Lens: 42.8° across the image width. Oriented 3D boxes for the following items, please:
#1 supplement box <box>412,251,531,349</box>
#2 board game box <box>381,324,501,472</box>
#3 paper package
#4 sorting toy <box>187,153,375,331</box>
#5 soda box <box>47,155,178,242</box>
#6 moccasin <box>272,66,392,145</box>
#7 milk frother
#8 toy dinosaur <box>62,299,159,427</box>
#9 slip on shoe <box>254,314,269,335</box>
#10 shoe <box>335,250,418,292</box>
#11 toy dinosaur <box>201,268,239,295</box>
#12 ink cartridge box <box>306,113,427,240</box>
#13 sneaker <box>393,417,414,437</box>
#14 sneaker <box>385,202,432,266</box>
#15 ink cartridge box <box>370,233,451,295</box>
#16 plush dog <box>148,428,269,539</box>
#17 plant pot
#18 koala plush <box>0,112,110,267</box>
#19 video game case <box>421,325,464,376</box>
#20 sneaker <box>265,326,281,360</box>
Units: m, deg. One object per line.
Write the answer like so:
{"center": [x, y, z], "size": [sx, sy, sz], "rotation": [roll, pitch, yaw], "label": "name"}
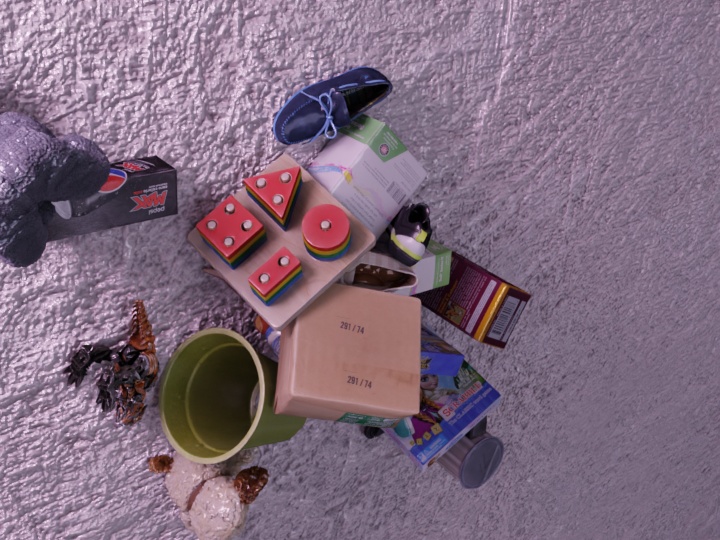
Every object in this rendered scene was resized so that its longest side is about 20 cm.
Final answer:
{"center": [0.188, 0.042, 1.637], "size": [0.085, 0.200, 0.111], "rotation": [20, 100, -46], "label": "supplement box"}
{"center": [0.118, 0.230, 1.685], "size": [0.200, 0.199, 0.041], "rotation": [-38, 154, -19], "label": "board game box"}
{"center": [-0.019, 0.125, 1.359], "size": [0.199, 0.103, 0.192], "rotation": [10, 67, -17], "label": "paper package"}
{"center": [-0.115, -0.055, 1.312], "size": [0.199, 0.200, 0.070], "rotation": [-42, 162, -15], "label": "sorting toy"}
{"center": [-0.340, -0.095, 1.198], "size": [0.199, 0.063, 0.071], "rotation": [-17, 124, -34], "label": "soda box"}
{"center": [-0.039, -0.249, 1.368], "size": [0.200, 0.068, 0.081], "rotation": [-38, 133, -19], "label": "moccasin"}
{"center": [0.137, 0.323, 1.762], "size": [0.199, 0.188, 0.181], "rotation": [-32, 130, -23], "label": "milk frother"}
{"center": [-0.343, 0.138, 1.329], "size": [0.135, 0.102, 0.202], "rotation": [-14, 105, -52], "label": "toy dinosaur"}
{"center": [-0.107, 0.110, 1.525], "size": [0.061, 0.074, 0.200], "rotation": [-29, 143, 15], "label": "slip on shoe"}
{"center": [0.000, 0.000, 1.408], "size": [0.199, 0.053, 0.070], "rotation": [5, 111, -30], "label": "shoe"}
{"center": [-0.138, 0.006, 1.422], "size": [0.199, 0.086, 0.136], "rotation": [-22, 133, -24], "label": "toy dinosaur"}
{"center": [-0.010, -0.126, 1.451], "size": [0.200, 0.087, 0.145], "rotation": [-54, 136, -6], "label": "ink cartridge box"}
{"center": [0.012, 0.223, 1.619], "size": [0.080, 0.200, 0.071], "rotation": [-38, 171, -8], "label": "sneaker"}
{"center": [0.088, -0.074, 1.491], "size": [0.071, 0.200, 0.083], "rotation": [31, 110, -17], "label": "sneaker"}
{"center": [0.041, -0.006, 1.541], "size": [0.199, 0.117, 0.068], "rotation": [-15, 121, -34], "label": "ink cartridge box"}
{"center": [-0.238, 0.356, 1.464], "size": [0.160, 0.172, 0.201], "rotation": [25, 97, -45], "label": "plush dog"}
{"center": [-0.179, 0.202, 1.442], "size": [0.201, 0.200, 0.190], "rotation": [-61, 149, 4], "label": "plant pot"}
{"center": [-0.420, -0.134, 1.030], "size": [0.178, 0.200, 0.184], "rotation": [-49, 174, -6], "label": "koala plush"}
{"center": [0.050, 0.115, 1.573], "size": [0.199, 0.181, 0.046], "rotation": [10, 108, -43], "label": "video game case"}
{"center": [-0.077, 0.155, 1.467], "size": [0.077, 0.085, 0.200], "rotation": [-37, 137, 15], "label": "sneaker"}
